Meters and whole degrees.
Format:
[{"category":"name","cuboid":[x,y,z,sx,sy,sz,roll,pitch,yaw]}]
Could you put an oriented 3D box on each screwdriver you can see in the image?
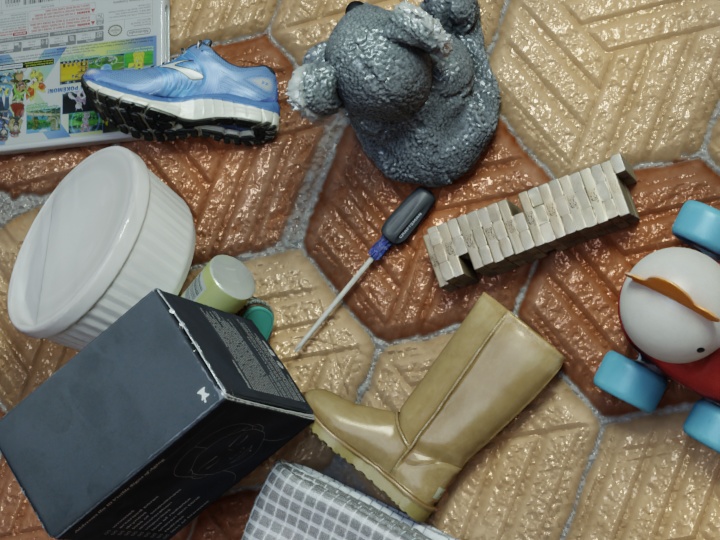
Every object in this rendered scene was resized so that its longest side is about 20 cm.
[{"category":"screwdriver","cuboid":[0.000,0.000,1.612,0.028,0.029,0.200,42,91,21]}]

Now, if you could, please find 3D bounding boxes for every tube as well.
[{"category":"tube","cuboid":[-0.172,0.063,1.607,0.200,0.058,0.052,-45,60,33]}]

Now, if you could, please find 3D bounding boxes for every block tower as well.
[{"category":"block tower","cuboid":[0.157,-0.041,1.552,0.199,0.054,0.058,-23,75,15]}]

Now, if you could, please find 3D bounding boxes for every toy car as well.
[{"category":"toy car","cuboid":[0.284,0.041,1.415,0.176,0.200,0.185,29,92,21]}]

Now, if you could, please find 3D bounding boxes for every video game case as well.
[{"category":"video game case","cuboid":[-0.289,-0.218,1.758,0.199,0.022,0.183,-4,80,18]}]

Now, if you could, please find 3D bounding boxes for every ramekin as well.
[{"category":"ramekin","cuboid":[-0.242,-0.011,1.630,0.202,0.094,0.203,-34,39,33]}]

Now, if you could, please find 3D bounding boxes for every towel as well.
[{"category":"towel","cuboid":[-0.023,0.284,1.547,0.199,0.086,0.166,24,91,21]}]

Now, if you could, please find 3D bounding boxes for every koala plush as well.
[{"category":"koala plush","cuboid":[0.031,-0.177,1.541,0.177,0.200,0.185,-25,74,14]}]

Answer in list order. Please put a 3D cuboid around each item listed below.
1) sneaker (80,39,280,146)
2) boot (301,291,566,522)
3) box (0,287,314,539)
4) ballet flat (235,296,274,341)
[{"category":"sneaker","cuboid":[-0.175,-0.179,1.680,0.199,0.079,0.090,6,67,1]},{"category":"boot","cuboid":[0.061,0.103,1.562,0.175,0.066,0.200,39,95,11]},{"category":"box","cuboid":[-0.177,0.134,1.496,0.200,0.197,0.124,-39,71,10]},{"category":"ballet flat","cuboid":[-0.145,0.115,1.637,0.072,0.072,0.201,25,90,21]}]
